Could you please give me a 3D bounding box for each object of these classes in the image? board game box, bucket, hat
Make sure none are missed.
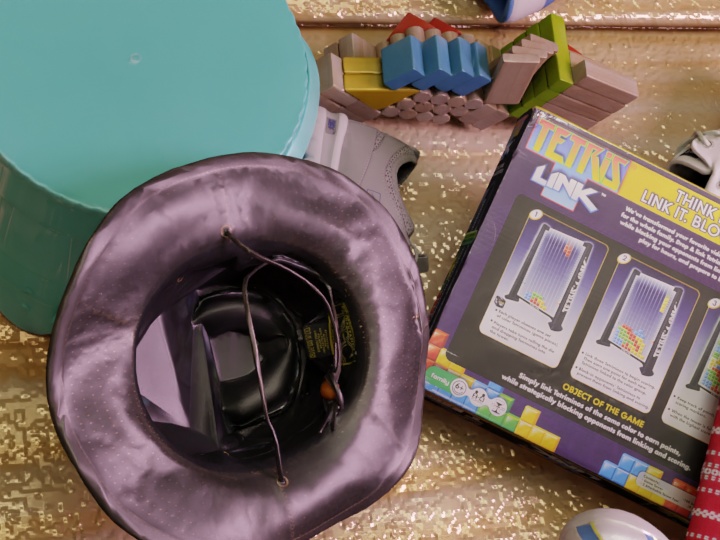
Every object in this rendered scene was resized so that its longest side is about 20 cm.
[{"bbox_3d":[0.143,0.030,0.896,0.198,0.057,0.167,26,82,-2],"label":"board game box"},{"bbox_3d":[-0.123,-0.077,0.858,0.204,0.135,0.210,6,65,-13],"label":"bucket"},{"bbox_3d":[-0.066,0.040,0.775,0.199,0.081,0.203,3,85,-32],"label":"hat"}]

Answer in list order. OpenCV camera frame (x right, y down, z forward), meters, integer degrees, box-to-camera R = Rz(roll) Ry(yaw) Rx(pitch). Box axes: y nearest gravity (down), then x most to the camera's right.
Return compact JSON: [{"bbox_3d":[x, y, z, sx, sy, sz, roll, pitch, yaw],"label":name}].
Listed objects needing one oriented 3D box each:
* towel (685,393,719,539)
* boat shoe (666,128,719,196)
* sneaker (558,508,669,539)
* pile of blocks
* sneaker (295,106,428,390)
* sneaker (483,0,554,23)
[{"bbox_3d":[0.243,0.113,0.825,0.143,0.022,0.202,12,75,21],"label":"towel"},{"bbox_3d":[0.216,-0.055,0.979,0.066,0.074,0.202,25,61,-6],"label":"boat shoe"},{"bbox_3d":[0.136,0.217,0.771,0.202,0.075,0.105,68,25,-9],"label":"sneaker"},{"bbox_3d":[0.063,-0.128,0.967,0.197,0.082,0.063,1,64,-15],"label":"pile of blocks"},{"bbox_3d":[0.000,0.000,0.889,0.081,0.075,0.202,8,62,-10],"label":"sneaker"},{"bbox_3d":[0.051,-0.232,1.021,0.199,0.074,0.082,39,63,6],"label":"sneaker"}]
